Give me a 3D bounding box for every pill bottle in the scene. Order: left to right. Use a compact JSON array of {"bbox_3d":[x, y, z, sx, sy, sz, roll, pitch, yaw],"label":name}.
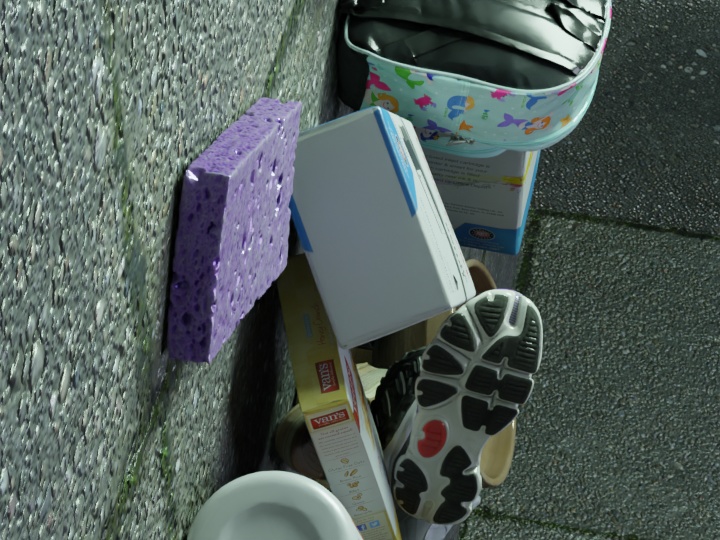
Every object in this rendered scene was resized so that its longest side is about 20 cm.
[{"bbox_3d":[-0.048,0.203,1.378,0.200,0.112,0.112,73,28,-74],"label":"pill bottle"}]

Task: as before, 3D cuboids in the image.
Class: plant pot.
[{"bbox_3d":[0.068,0.093,1.822,0.201,0.093,0.201,-6,90,-72],"label":"plant pot"}]

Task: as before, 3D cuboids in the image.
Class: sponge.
[{"bbox_3d":[-0.072,-0.028,1.224,0.200,0.030,0.112,-59,157,-71],"label":"sponge"}]

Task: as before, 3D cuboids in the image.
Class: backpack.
[{"bbox_3d":[0.090,-0.178,1.607,0.151,0.200,0.178,89,12,-55],"label":"backpack"}]

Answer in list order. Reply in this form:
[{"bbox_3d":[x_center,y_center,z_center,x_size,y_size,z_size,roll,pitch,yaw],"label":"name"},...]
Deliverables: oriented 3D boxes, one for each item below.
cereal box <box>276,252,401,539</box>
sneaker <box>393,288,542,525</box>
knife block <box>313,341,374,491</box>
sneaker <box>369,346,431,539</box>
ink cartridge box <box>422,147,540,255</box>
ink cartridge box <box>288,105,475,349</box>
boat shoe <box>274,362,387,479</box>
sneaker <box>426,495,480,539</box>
[{"bbox_3d":[-0.014,0.103,1.468,0.200,0.039,0.144,74,2,-48],"label":"cereal box"},{"bbox_3d":[0.071,0.088,1.501,0.083,0.080,0.200,-78,-171,-57],"label":"sneaker"},{"bbox_3d":[0.013,0.111,1.908,0.200,0.064,0.176,-36,135,-79],"label":"knife block"},{"bbox_3d":[0.041,0.145,1.614,0.074,0.079,0.200,-97,-161,-58],"label":"sneaker"},{"bbox_3d":[0.083,-0.136,1.806,0.200,0.146,0.146,88,14,-59],"label":"ink cartridge box"},{"bbox_3d":[0.012,-0.030,1.447,0.200,0.084,0.145,-12,81,-83],"label":"ink cartridge box"},{"bbox_3d":[-0.022,0.113,1.659,0.200,0.065,0.072,-19,130,-61],"label":"boat shoe"},{"bbox_3d":[0.059,0.255,2.005,0.115,0.075,0.200,-42,155,-20],"label":"sneaker"}]
